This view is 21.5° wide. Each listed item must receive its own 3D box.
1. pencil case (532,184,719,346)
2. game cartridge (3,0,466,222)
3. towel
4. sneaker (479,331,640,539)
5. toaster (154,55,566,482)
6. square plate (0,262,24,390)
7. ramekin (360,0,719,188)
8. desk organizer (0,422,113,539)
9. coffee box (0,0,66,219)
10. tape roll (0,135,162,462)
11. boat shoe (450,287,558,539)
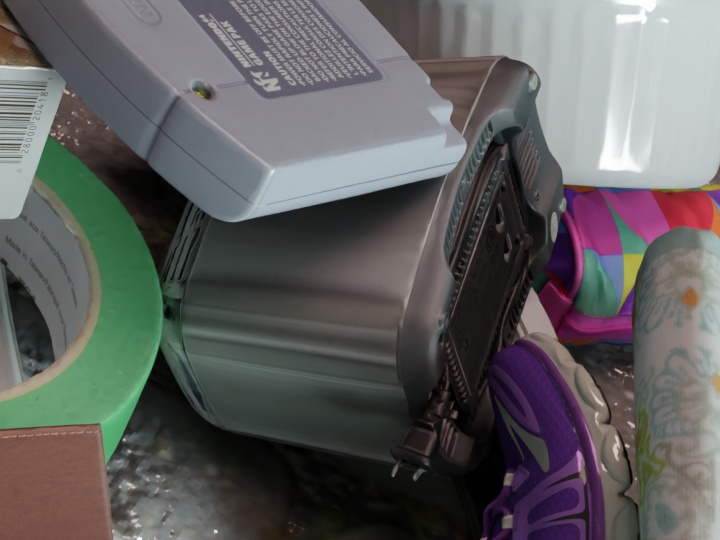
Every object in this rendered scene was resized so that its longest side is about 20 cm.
[{"bbox_3d":[0.159,-0.002,0.948,0.198,0.089,0.089,0,47,-30],"label":"pencil case"},{"bbox_3d":[-0.064,-0.100,0.712,0.132,0.041,0.200,-10,53,-49],"label":"game cartridge"},{"bbox_3d":[0.138,0.111,0.736,0.048,0.201,0.172,-8,40,11],"label":"towel"},{"bbox_3d":[0.063,0.122,0.711,0.082,0.081,0.202,-2,73,-3],"label":"sneaker"},{"bbox_3d":[0.000,0.000,0.785,0.128,0.114,0.201,5,55,23],"label":"toaster"},{"bbox_3d":[-0.231,-0.004,0.751,0.198,0.029,0.199,6,43,-26],"label":"square plate"},{"bbox_3d":[0.090,-0.097,0.927,0.198,0.099,0.200,5,6,-1],"label":"ramekin"},{"bbox_3d":[-0.179,0.098,0.601,0.198,0.072,0.078,-2,75,-26],"label":"desk organizer"},{"bbox_3d":[-0.220,-0.085,0.683,0.198,0.080,0.115,0,46,-32],"label":"coffee box"},{"bbox_3d":[-0.175,0.009,0.712,0.199,0.048,0.202,16,41,-15],"label":"tape roll"},{"bbox_3d":[0.057,0.064,0.825,0.056,0.069,0.201,-1,49,-31],"label":"boat shoe"}]
